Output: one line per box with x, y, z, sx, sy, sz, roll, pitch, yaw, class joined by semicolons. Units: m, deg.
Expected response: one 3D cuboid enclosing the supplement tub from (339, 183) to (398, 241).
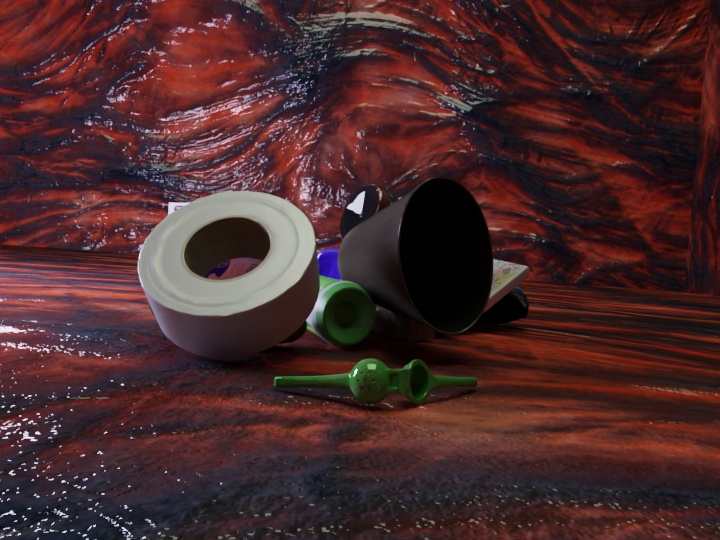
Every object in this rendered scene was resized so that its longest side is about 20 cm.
0.067;-0.050;0.919;0.198;0.109;0.106;30;-12;-33;supplement tub

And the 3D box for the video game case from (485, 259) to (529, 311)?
0.173;0.031;1.005;0.198;0.023;0.181;-32;28;-28;video game case

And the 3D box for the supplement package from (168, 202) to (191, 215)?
-0.399;-0.065;1.422;0.109;0.205;0.154;6;3;40;supplement package

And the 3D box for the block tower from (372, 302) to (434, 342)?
0.036;0.068;0.868;0.053;0.059;0.198;2;2;-36;block tower

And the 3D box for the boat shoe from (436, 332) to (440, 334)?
0.080;0.052;0.919;0.071;0.077;0.199;19;-7;-31;boat shoe

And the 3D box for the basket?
0.059;-0.014;0.733;0.134;0.184;0.199;-10;3;-26;basket

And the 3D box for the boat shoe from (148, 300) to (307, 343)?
-0.163;0.059;0.693;0.196;0.073;0.068;12;-13;11;boat shoe

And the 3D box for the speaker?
-0.051;0.050;0.781;0.087;0.091;0.199;3;3;-23;speaker

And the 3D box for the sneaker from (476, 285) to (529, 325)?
0.210;0.064;1.028;0.196;0.072;0.078;-7;19;6;sneaker

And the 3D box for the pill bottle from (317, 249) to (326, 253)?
-0.056;0.017;1.145;0.111;0.116;0.200;3;3;-18;pill bottle

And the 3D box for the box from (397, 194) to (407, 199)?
0.106;-0.039;1.249;0.169;0.204;0.198;2;-12;-43;box

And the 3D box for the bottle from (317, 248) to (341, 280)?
0.000;0.000;0.965;0.082;0.067;0.199;9;3;27;bottle

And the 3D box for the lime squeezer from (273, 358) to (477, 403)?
0.027;0.101;0.486;0.196;0.038;0.071;2;-28;-15;lime squeezer

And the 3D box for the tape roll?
-0.146;-0.003;0.641;0.198;0.072;0.205;-2;46;2;tape roll

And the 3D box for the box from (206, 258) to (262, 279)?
-0.227;-0.026;1.119;0.197;0.107;0.184;1;-27;-30;box
